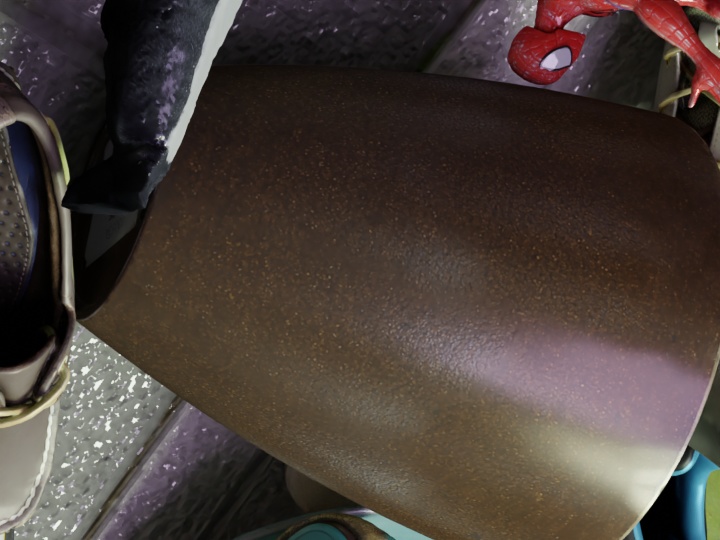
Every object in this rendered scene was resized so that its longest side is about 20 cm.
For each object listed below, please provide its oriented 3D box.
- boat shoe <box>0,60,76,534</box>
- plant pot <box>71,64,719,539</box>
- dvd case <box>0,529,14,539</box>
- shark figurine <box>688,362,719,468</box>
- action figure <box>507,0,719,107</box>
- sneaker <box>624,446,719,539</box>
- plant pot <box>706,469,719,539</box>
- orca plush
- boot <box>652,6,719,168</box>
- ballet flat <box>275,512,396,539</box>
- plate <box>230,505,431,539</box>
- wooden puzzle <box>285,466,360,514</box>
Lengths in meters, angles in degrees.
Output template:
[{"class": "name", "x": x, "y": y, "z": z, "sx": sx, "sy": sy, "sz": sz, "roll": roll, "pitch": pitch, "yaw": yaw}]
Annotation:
[{"class": "boat shoe", "x": -0.130, "y": 0.017, "z": 0.729, "sx": 0.072, "sy": 0.060, "sz": 0.200, "roll": -20, "pitch": 129, "yaw": -31}, {"class": "plant pot", "x": 0.000, "y": 0.000, "z": 0.787, "sx": 0.200, "sy": 0.187, "sz": 0.187, "roll": 18, "pitch": 108, "yaw": -23}, {"class": "dvd case", "x": -0.188, "y": 0.050, "z": 0.763, "sx": 0.146, "sy": 0.022, "sz": 0.200, "roll": -16, "pitch": 130, "yaw": -33}, {"class": "shark figurine", "x": 0.147, "y": 0.084, "z": 0.852, "sx": 0.128, "sy": 0.215, "sz": 0.090, "roll": -12, "pitch": 125, "yaw": -3}, {"class": "action figure", "x": 0.143, "y": -0.131, "z": 0.804, "sx": 0.200, "sy": 0.099, "sz": 0.065, "roll": -46, "pitch": 180, "yaw": -3}, {"class": "sneaker", "x": 0.110, "y": 0.136, "z": 0.975, "sx": 0.073, "sy": 0.082, "sz": 0.200, "roll": -11, "pitch": 124, "yaw": -32}, {"class": "plant pot", "x": 0.273, "y": 0.104, "z": 1.039, "sx": 0.200, "sy": 0.190, "sz": 0.200, "roll": -47, "pitch": 159, "yaw": -24}, {"class": "orca plush", "x": -0.066, "y": -0.115, "z": 0.697, "sx": 0.105, "sy": 0.071, "sz": 0.200, "roll": 84, "pitch": 25, "yaw": -82}, {"class": "boot", "x": 0.144, "y": -0.083, "z": 0.885, "sx": 0.200, "sy": 0.072, "sz": 0.155, "roll": -54, "pitch": 147, "yaw": -41}, {"class": "ballet flat", "x": -0.057, "y": 0.171, "z": 0.884, "sx": 0.200, "sy": 0.071, "sz": 0.071, "roll": -39, "pitch": 142, "yaw": 16}, {"class": "plate", "x": -0.029, "y": 0.163, "z": 0.954, "sx": 0.200, "sy": 0.026, "sz": 0.200, "roll": -13, "pitch": 139, "yaw": -12}, {"class": "wooden puzzle", "x": 0.073, "y": 0.059, "z": 0.988, "sx": 0.185, "sy": 0.046, "sz": 0.200, "roll": -52, "pitch": 135, "yaw": 2}]
